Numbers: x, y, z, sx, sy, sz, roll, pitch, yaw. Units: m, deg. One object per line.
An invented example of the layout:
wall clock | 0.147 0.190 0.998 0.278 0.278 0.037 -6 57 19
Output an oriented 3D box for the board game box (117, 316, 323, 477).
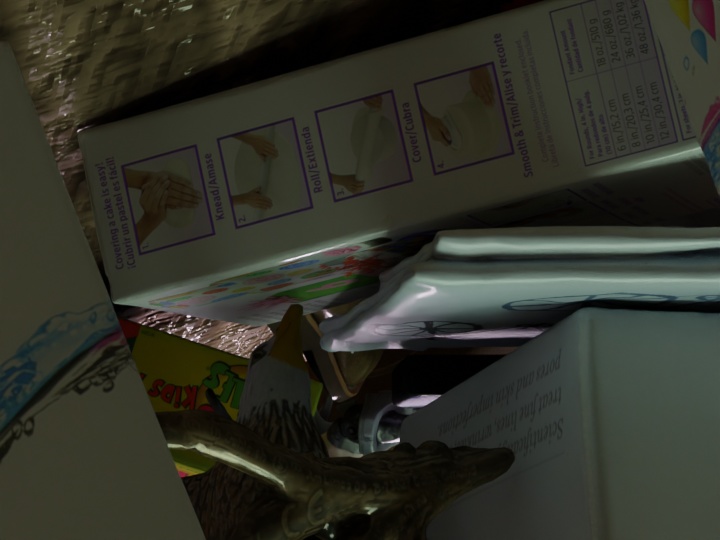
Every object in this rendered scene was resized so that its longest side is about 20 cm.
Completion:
board game box | -0.082 0.065 1.086 0.101 0.048 0.200 18 169 -5

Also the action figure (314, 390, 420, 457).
action figure | 0.006 0.115 1.043 0.069 0.131 0.200 3 -179 -20

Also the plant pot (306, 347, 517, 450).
plant pot | 0.031 0.034 1.188 0.200 0.028 0.200 -34 -166 10

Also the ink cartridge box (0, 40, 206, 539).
ink cartridge box | -0.134 0.068 0.682 0.144 0.200 0.147 -19 171 -23

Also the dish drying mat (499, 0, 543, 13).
dish drying mat | 0.142 -0.107 0.843 0.200 0.018 0.077 -21 172 3

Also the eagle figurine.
eagle figurine | -0.041 0.084 0.847 0.200 0.152 0.151 -23 -157 54

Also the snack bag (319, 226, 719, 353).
snack bag | 0.092 0.006 0.833 0.188 0.021 0.200 -2 173 -9

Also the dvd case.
dvd case | 0.113 0.041 0.984 0.199 0.018 0.143 0 175 -1

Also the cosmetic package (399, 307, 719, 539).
cosmetic package | 0.133 0.112 0.846 0.199 0.165 0.165 3 163 -19

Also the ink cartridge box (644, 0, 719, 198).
ink cartridge box | 0.155 -0.053 0.606 0.085 0.200 0.144 -12 167 -46

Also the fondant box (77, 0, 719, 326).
fondant box | 0.031 -0.035 0.823 0.200 0.058 0.144 -16 172 14

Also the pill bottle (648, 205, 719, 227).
pill bottle | 0.147 -0.034 0.985 0.114 0.115 0.200 -19 171 -7

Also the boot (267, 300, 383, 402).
boot | 0.000 0.000 1.025 0.075 0.074 0.200 -30 169 1
